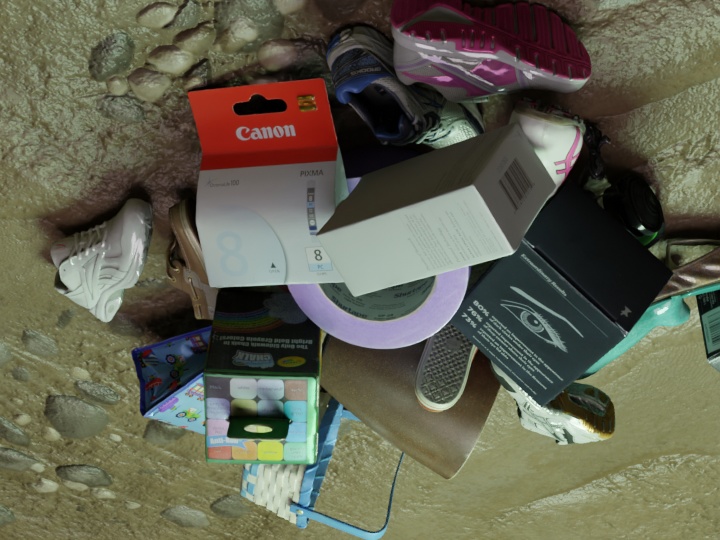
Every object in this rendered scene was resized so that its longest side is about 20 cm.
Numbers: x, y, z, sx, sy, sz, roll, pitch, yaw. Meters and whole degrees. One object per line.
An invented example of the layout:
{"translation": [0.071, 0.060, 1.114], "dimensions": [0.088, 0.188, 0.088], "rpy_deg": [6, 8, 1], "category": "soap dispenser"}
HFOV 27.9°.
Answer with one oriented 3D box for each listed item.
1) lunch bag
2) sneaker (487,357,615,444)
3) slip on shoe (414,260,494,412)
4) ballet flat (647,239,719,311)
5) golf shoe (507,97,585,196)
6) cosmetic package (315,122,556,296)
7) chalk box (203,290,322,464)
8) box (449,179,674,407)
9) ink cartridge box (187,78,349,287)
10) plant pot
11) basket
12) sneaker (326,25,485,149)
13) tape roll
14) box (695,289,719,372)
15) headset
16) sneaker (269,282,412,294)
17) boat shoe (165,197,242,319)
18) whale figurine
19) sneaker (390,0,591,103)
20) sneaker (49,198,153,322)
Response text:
{"translation": [-0.150, 0.113, 1.756], "dimensions": [0.199, 0.095, 0.150], "rpy_deg": [-29, 149, 25], "category": "lunch bag"}
{"translation": [0.200, 0.148, 1.645], "dimensions": [0.087, 0.076, 0.200], "rpy_deg": [-23, 132, 40], "category": "sneaker"}
{"translation": [0.109, 0.070, 1.628], "dimensions": [0.074, 0.201, 0.061], "rpy_deg": [23, 157, 1], "category": "slip on shoe"}
{"translation": [0.338, 0.006, 1.606], "dimensions": [0.198, 0.068, 0.068], "rpy_deg": [-17, 171, -8], "category": "ballet flat"}
{"translation": [0.175, -0.106, 1.413], "dimensions": [0.072, 0.093, 0.200], "rpy_deg": [17, 172, 11], "category": "golf shoe"}
{"translation": [0.068, -0.055, 1.363], "dimensions": [0.199, 0.113, 0.081], "rpy_deg": [-17, 115, 43], "category": "cosmetic package"}
{"translation": [-0.104, 0.129, 1.567], "dimensions": [0.124, 0.201, 0.125], "rpy_deg": [3, 124, 0], "category": "chalk box"}
{"translation": [0.204, 0.028, 1.509], "dimensions": [0.148, 0.104, 0.200], "rpy_deg": [43, 146, 3], "category": "box"}
{"translation": [-0.094, -0.084, 1.457], "dimensions": [0.159, 0.047, 0.202], "rpy_deg": [-2, 112, 24], "category": "ink cartridge box"}
{"translation": [0.050, 0.121, 1.720], "dimensions": [0.199, 0.188, 0.187], "rpy_deg": [24, 139, -4], "category": "plant pot"}
{"translation": [-0.046, 0.247, 1.862], "dimensions": [0.198, 0.177, 0.140], "rpy_deg": [16, 137, 0], "category": "basket"}
{"translation": [0.044, -0.152, 1.430], "dimensions": [0.199, 0.086, 0.077], "rpy_deg": [28, 135, -30], "category": "sneaker"}
{"translation": [0.021, -0.024, 1.532], "dimensions": [0.198, 0.085, 0.202], "rpy_deg": [4, 118, 8], "category": "tape roll"}
{"translation": [0.486, 0.081, 1.671], "dimensions": [0.106, 0.123, 0.200], "rpy_deg": [-29, 132, 33], "category": "box"}
{"translation": [0.258, -0.073, 1.550], "dimensions": [0.122, 0.095, 0.200], "rpy_deg": [-11, 155, 10], "category": "headset"}
{"translation": [0.000, 0.000, 1.640], "dimensions": [0.198, 0.076, 0.105], "rpy_deg": [14, 123, 1], "category": "sneaker"}
{"translation": [-0.186, -0.003, 1.636], "dimensions": [0.066, 0.074, 0.201], "rpy_deg": [-10, 140, 7], "category": "boat shoe"}
{"translation": [0.282, 0.065, 1.676], "dimensions": [0.198, 0.104, 0.160], "rpy_deg": [-10, 140, 12], "category": "whale figurine"}
{"translation": [0.119, -0.203, 1.377], "dimensions": [0.198, 0.082, 0.088], "rpy_deg": [13, 145, -3], "category": "sneaker"}
{"translation": [-0.296, -0.016, 1.626], "dimensions": [0.099, 0.078, 0.200], "rpy_deg": [20, 137, -16], "category": "sneaker"}
